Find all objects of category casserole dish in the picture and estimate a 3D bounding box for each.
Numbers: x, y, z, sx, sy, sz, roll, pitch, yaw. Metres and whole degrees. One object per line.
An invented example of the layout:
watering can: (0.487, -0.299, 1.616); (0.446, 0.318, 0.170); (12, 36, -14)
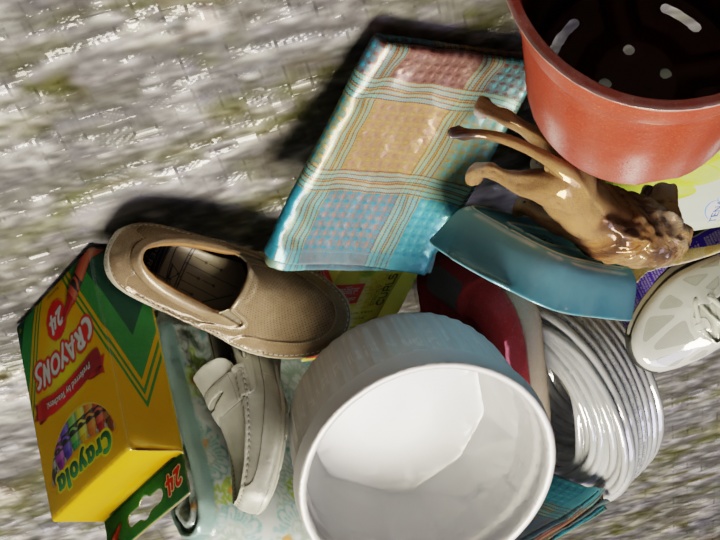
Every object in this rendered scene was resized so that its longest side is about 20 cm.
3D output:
casserole dish: (0.132, -0.008, 1.609); (0.200, 0.121, 0.039); (7, 110, -60)

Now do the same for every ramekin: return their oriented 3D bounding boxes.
ramekin: (0.038, 0.126, 1.673); (0.199, 0.105, 0.201); (-7, 122, -12)

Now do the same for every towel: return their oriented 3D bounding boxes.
towel: (0.028, -0.076, 1.562); (0.146, 0.022, 0.201); (3, 131, -35)
towel: (-0.083, 0.128, 1.760); (0.170, 0.201, 0.048); (11, 145, -36)
towel: (0.084, 0.185, 1.834); (0.146, 0.199, 0.022); (-25, 122, -39)

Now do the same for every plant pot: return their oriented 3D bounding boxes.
plant pot: (0.181, -0.156, 1.398); (0.199, 0.202, 0.195); (-14, 162, -4)

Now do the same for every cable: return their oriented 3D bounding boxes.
cable: (0.169, 0.100, 1.858); (0.069, 0.200, 0.200); (-29, 158, -29)

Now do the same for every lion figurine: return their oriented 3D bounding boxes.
lion figurine: (0.147, -0.053, 1.535); (0.200, 0.122, 0.073); (17, 99, -58)

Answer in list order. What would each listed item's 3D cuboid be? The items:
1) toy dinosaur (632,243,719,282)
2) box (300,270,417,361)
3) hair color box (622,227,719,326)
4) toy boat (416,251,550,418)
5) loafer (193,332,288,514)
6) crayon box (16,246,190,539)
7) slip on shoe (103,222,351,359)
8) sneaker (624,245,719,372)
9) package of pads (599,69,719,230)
toy dinosaur: (0.199, -0.011, 1.753); (0.198, 0.101, 0.059); (-5, 119, -7)
box: (0.000, 0.000, 1.736); (0.075, 0.050, 0.200); (-6, 152, -20)
hair color box: (0.288, 0.007, 1.867); (0.199, 0.065, 0.109); (-28, 169, 26)
toy boat: (0.072, 0.089, 1.784); (0.130, 0.130, 0.201); (-23, 124, -22)
loafer: (-0.094, 0.092, 1.697); (0.069, 0.201, 0.070); (8, 143, -17)
crayon box: (-0.193, 0.100, 1.655); (0.051, 0.201, 0.127); (6, 146, -36)
slip on shoe: (-0.091, 0.014, 1.641); (0.199, 0.076, 0.061); (24, 170, -23)
sneaker: (0.296, 0.017, 1.715); (0.200, 0.076, 0.115); (-35, -171, 4)
package of pads: (0.245, -0.090, 1.680); (0.199, 0.069, 0.155); (-8, 151, -13)
